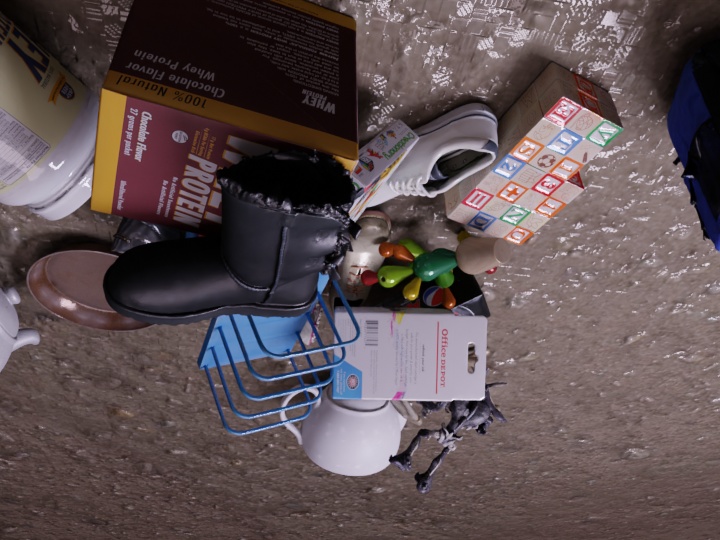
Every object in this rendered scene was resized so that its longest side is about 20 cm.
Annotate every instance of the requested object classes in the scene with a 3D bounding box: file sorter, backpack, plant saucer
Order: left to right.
[{"bbox_3d":[-0.372,0.023,0.929,0.199,0.035,0.201,-2,143,-1],"label":"plant saucer"},{"bbox_3d":[-0.105,0.100,0.804,0.138,0.123,0.200,-7,145,-32],"label":"file sorter"},{"bbox_3d":[0.388,-0.124,0.627,0.161,0.201,0.168,-7,152,1],"label":"backpack"}]

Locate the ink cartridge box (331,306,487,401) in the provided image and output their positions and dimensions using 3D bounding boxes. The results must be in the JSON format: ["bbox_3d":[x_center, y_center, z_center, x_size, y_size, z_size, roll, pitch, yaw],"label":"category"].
[{"bbox_3d":[0.062,0.109,0.854,0.198,0.116,0.068,2,-178,-1],"label":"ink cartridge box"}]

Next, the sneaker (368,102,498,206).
[{"bbox_3d":[0.064,-0.117,0.728,0.199,0.071,0.073,-27,136,32],"label":"sneaker"}]

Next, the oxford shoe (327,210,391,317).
[{"bbox_3d":[0.000,0.000,0.877,0.070,0.074,0.201,6,142,-9],"label":"oxford shoe"}]

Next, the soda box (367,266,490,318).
[{"bbox_3d":[0.083,0.069,0.934,0.199,0.071,0.063,-26,140,6],"label":"soda box"}]

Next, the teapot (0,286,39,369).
[{"bbox_3d":[-0.544,0.066,0.877,0.146,0.200,0.198,-32,111,-18],"label":"teapot"}]

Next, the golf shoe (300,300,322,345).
[{"bbox_3d":[-0.095,0.030,0.918,0.091,0.076,0.201,16,135,2],"label":"golf shoe"}]

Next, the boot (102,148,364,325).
[{"bbox_3d":[-0.103,-0.024,0.512,0.197,0.074,0.163,3,147,-18],"label":"boot"}]

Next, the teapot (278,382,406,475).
[{"bbox_3d":[-0.017,0.262,1.163,0.196,0.200,0.147,17,109,26],"label":"teapot"}]

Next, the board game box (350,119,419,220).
[{"bbox_3d":[-0.024,-0.064,0.699,0.035,0.126,0.200,41,134,0],"label":"board game box"}]

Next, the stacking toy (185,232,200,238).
[{"bbox_3d":[-0.115,-0.045,0.812,0.199,0.117,0.110,-32,134,15],"label":"stacking toy"}]

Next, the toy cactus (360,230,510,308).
[{"bbox_3d":[0.115,-0.005,0.809,0.199,0.103,0.165,-1,174,-36],"label":"toy cactus"}]

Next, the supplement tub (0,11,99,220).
[{"bbox_3d":[-0.344,-0.154,0.606,0.144,0.146,0.200,-21,139,24],"label":"supplement tub"}]

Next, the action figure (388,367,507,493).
[{"bbox_3d":[0.128,0.217,0.934,0.119,0.102,0.200,38,96,-11],"label":"action figure"}]

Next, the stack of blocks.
[{"bbox_3d":[0.199,-0.123,0.734,0.114,0.059,0.200,17,139,-23],"label":"stack of blocks"}]

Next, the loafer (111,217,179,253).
[{"bbox_3d":[-0.254,-0.002,0.853,0.072,0.073,0.200,8,148,37],"label":"loafer"}]

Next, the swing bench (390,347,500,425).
[{"bbox_3d":[0.105,0.153,1.036,0.199,0.131,0.199,-13,143,14],"label":"swing bench"}]

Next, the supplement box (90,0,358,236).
[{"bbox_3d":[-0.115,-0.146,0.577,0.196,0.201,0.133,13,140,-18],"label":"supplement box"}]
